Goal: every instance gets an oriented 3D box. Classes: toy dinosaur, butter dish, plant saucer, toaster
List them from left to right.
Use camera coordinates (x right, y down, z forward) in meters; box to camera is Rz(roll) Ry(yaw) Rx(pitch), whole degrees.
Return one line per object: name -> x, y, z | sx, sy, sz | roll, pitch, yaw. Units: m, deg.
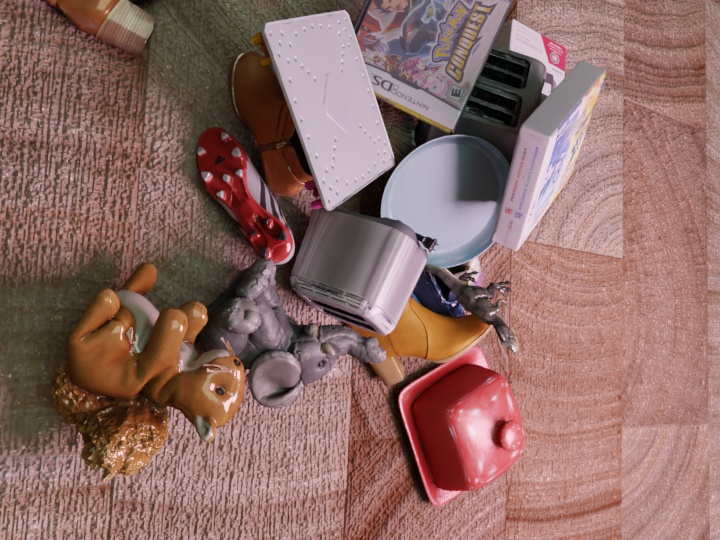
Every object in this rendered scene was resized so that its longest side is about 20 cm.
toaster -> 0.000, 0.000, 0.855 | 0.131, 0.197, 0.114 | -65, 149, -13
plant saucer -> 0.122, -0.097, 0.906 | 0.195, 0.028, 0.204 | -5, 122, -8
toy dinosaur -> 0.162, 0.032, 0.916 | 0.199, 0.048, 0.087 | 38, 41, 23
toaster -> 0.174, -0.236, 0.953 | 0.196, 0.120, 0.183 | 19, 55, 3
butter dish -> 0.183, 0.243, 0.981 | 0.197, 0.147, 0.204 | -23, 99, -31

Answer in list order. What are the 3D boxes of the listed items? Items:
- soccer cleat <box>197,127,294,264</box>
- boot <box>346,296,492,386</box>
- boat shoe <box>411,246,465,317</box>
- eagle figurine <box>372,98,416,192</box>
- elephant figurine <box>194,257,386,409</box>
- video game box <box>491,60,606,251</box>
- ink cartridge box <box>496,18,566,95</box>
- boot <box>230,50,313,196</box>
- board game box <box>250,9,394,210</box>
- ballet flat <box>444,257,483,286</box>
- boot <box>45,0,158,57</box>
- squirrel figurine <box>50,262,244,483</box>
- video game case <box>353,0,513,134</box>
soccer cleat -> -0.148, -0.094, 0.838 | 0.068, 0.085, 0.202 | -34, 83, 0
boot -> 0.080, 0.065, 0.926 | 0.198, 0.071, 0.146 | -27, 102, 6
boat shoe -> 0.127, 0.039, 0.987 | 0.200, 0.068, 0.085 | 46, 20, -24
eagle figurine -> 0.012, -0.234, 0.916 | 0.151, 0.149, 0.204 | 40, 60, -46
elephant figurine -> -0.097, 0.098, 0.804 | 0.200, 0.154, 0.143 | 46, 58, -18
video game box -> 0.253, -0.154, 0.864 | 0.200, 0.046, 0.184 | -46, 155, -36
ink cartridge box -> 0.278, -0.304, 1.120 | 0.143, 0.083, 0.205 | 12, 80, -32
boot -> -0.100, -0.198, 0.816 | 0.072, 0.154, 0.205 | -18, 96, -24
board game box -> -0.035, -0.195, 0.760 | 0.200, 0.025, 0.204 | -43, 118, -55
ballet flat -> 0.142, -0.027, 1.017 | 0.199, 0.071, 0.070 | 37, 67, -26
boot -> -0.294, -0.375, 0.762 | 0.153, 0.076, 0.204 | 28, 79, -24
squirrel figurine -> -0.228, 0.125, 0.704 | 0.185, 0.142, 0.202 | 36, 93, -8
video game case -> 0.084, -0.311, 0.842 | 0.178, 0.026, 0.204 | 25, 94, 2
